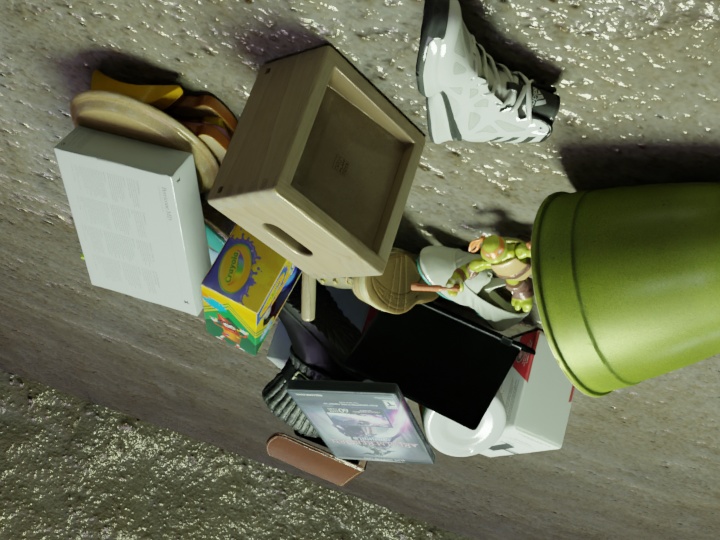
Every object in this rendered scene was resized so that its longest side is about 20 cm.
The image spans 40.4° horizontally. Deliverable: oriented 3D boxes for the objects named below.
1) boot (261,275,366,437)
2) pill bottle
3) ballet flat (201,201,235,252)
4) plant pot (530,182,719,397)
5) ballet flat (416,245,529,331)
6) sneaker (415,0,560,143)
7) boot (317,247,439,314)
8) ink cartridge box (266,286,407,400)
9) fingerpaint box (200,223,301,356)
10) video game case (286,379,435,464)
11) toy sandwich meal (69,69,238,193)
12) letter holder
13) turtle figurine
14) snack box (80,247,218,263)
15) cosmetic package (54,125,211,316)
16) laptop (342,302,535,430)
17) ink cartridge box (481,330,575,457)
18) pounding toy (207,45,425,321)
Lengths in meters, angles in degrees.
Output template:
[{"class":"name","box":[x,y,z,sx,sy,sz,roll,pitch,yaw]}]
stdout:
[{"class":"boot","box":[-0.087,0.106,1.300,0.212,0.079,0.158,49,124,9]},{"class":"pill bottle","box":[0.128,0.149,1.341,0.109,0.201,0.112,-2,119,-4]},{"class":"ballet flat","box":[-0.208,-0.083,1.237,0.199,0.066,0.070,34,160,-8]},{"class":"plant pot","box":[0.289,0.002,0.900,0.191,0.203,0.200,-15,142,36]},{"class":"ballet flat","box":[0.147,0.015,1.207,0.069,0.070,0.199,-1,155,41]},{"class":"sneaker","box":[0.109,-0.164,0.808,0.114,0.077,0.201,5,164,11]},{"class":"boot","box":[0.000,0.000,1.202,0.154,0.074,0.199,11,-170,28]},{"class":"ink cartridge box","box":[-0.015,0.113,1.451,0.144,0.146,0.200,5,156,30]},{"class":"fingerpaint box","box":[-0.100,-0.024,1.111,0.073,0.202,0.167,26,158,3]},{"class":"video game case","box":[0.005,0.195,1.243,0.141,0.019,0.201,0,145,20]},{"class":"toy sandwich meal","box":[-0.228,-0.157,1.104,0.203,0.071,0.206,20,157,8]},{"class":"letter holder","box":[-0.059,0.239,1.458,0.140,0.102,0.200,21,160,-2]},{"class":"turtle figurine","box":[0.167,-0.003,1.116,0.198,0.065,0.161,-23,147,25]},{"class":"snack box","box":[-0.252,-0.010,1.299,0.140,0.054,0.200,6,170,22]},{"class":"cosmetic package","box":[-0.250,-0.053,1.106,0.149,0.052,0.202,17,135,19]},{"class":"laptop","box":[0.108,0.113,1.268,0.185,0.117,0.200,24,-179,20]},{"class":"ink cartridge box","box":[0.220,0.184,1.419,0.083,0.146,0.200,25,159,-16]},{"class":"pounding toy","box":[-0.043,-0.075,0.971,0.141,0.186,0.199,-3,150,44]}]
